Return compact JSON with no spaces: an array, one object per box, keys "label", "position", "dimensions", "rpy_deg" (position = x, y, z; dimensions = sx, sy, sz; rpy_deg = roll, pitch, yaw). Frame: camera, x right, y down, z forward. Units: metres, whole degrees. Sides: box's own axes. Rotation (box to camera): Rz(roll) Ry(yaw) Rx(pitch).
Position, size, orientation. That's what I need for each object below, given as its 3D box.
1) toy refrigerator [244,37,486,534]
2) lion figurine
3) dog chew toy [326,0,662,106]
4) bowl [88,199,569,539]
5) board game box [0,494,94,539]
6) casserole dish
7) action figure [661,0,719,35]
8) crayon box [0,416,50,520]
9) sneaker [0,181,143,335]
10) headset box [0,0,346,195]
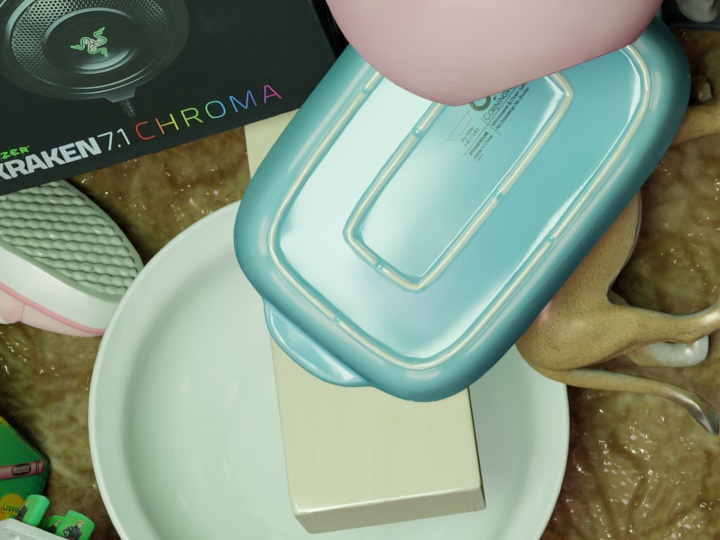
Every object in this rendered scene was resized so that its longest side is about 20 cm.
[{"label":"toy refrigerator","position":[0.000,0.000,0.971],"dimensions":[0.075,0.070,0.201],"rpy_deg":[-9,76,3]},{"label":"lion figurine","position":[0.088,-0.019,0.963],"dimensions":[0.122,0.072,0.201],"rpy_deg":[-9,105,-11]},{"label":"dog chew toy","position":[0.030,-0.160,0.804],"dimensions":[0.124,0.124,0.201],"rpy_deg":[-17,95,27]},{"label":"bowl","position":[-0.014,0.070,1.033],"dimensions":[0.200,0.090,0.202],"rpy_deg":[1,76,-2]},{"label":"board game box","position":[-0.066,0.193,1.121],"dimensions":[0.199,0.026,0.200],"rpy_deg":[18,145,13]},{"label":"casserole dish","position":[0.037,-0.041,0.895],"dimensions":[0.121,0.039,0.200],"rpy_deg":[38,95,-1]},{"label":"action figure","position":[0.181,-0.144,0.876],"dimensions":[0.193,0.105,0.201],"rpy_deg":[27,116,9]},{"label":"crayon box","position":[-0.238,0.074,1.098],"dimensions":[0.118,0.059,0.200],"rpy_deg":[4,157,20]},{"label":"sneaker","position":[-0.193,-0.003,1.095],"dimensions":[0.200,0.075,0.105],"rpy_deg":[29,118,14]},{"label":"headset box","position":[-0.115,-0.137,0.886],"dimensions":[0.173,0.093,0.200],"rpy_deg":[-15,142,6]}]
